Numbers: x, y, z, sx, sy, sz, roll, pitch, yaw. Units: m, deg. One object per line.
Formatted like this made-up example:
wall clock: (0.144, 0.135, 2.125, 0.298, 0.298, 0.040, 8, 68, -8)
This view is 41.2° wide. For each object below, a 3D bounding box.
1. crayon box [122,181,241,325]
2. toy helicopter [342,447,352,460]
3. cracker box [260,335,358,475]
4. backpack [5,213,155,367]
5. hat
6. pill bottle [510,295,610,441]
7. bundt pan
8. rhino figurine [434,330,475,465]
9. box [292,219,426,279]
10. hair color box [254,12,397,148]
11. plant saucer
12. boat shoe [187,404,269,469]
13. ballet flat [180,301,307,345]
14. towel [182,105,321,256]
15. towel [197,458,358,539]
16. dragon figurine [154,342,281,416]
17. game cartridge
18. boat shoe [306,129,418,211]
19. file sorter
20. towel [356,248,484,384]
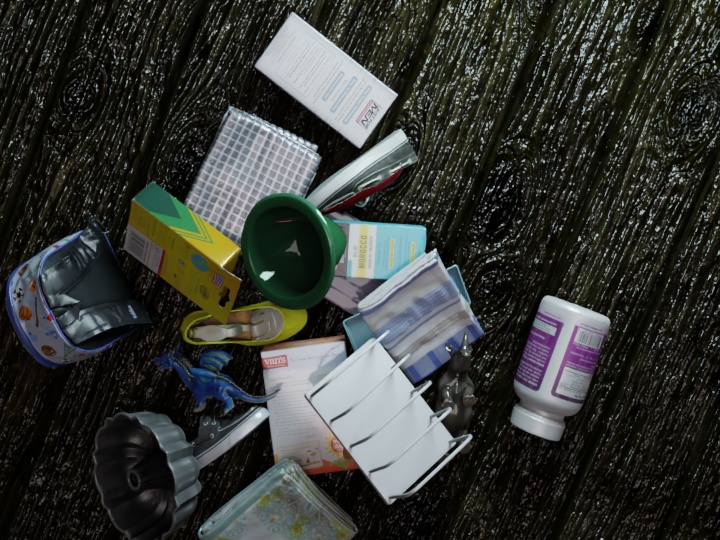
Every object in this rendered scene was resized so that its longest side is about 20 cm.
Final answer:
crayon box: (-0.253, -0.023, 1.412, 0.199, 0.127, 0.051, 37, 52, 5)
toy helicopter: (0.018, 0.216, 1.466, 0.078, 0.131, 0.204, -18, 77, 32)
cracker box: (-0.076, 0.210, 1.487, 0.131, 0.058, 0.204, -6, 97, 0)
backpack: (-0.426, 0.045, 1.397, 0.152, 0.191, 0.202, -27, 96, 17)
hat: (-0.048, -0.047, 1.404, 0.197, 0.175, 0.169, -7, 99, 37)
pill bottle: (0.299, 0.151, 1.466, 0.110, 0.112, 0.203, 19, 94, -3)
bundt pan: (-0.315, 0.305, 1.446, 0.199, 0.075, 0.206, 8, 104, 37)
rhino figurine: (0.146, 0.188, 1.466, 0.059, 0.088, 0.204, 5, 105, -1)
box: (-0.002, -0.032, 1.440, 0.196, 0.049, 0.084, 3, 95, -2)
hair color box: (-0.051, -0.283, 1.441, 0.199, 0.061, 0.100, 37, 94, -4)
plant saucer: (0.070, 0.063, 1.465, 0.197, 0.019, 0.071, -26, 109, -9)
boat shoe: (-0.228, 0.252, 1.472, 0.199, 0.070, 0.067, -36, 87, 24)
ballet flat: (-0.179, 0.087, 1.468, 0.196, 0.067, 0.068, -5, 98, -1)
towel: (-0.166, -0.127, 1.440, 0.164, 0.086, 0.203, 26, 94, -5)
towel: (-0.126, 0.401, 1.479, 0.199, 0.048, 0.171, -39, 108, 13)
dragon figurine: (-0.224, 0.161, 1.449, 0.197, 0.059, 0.101, 1, 120, 29)
game cartridge: (0.000, 0.000, 1.483, 0.198, 0.038, 0.131, 31, 90, -4)
boat shoe: (0.000, -0.133, 1.442, 0.199, 0.071, 0.064, -36, 99, -9)
file sorter: (0.041, 0.204, 1.359, 0.138, 0.125, 0.201, -37, 85, -20)
towel: (0.094, 0.075, 1.446, 0.146, 0.024, 0.201, -35, 128, 0)
